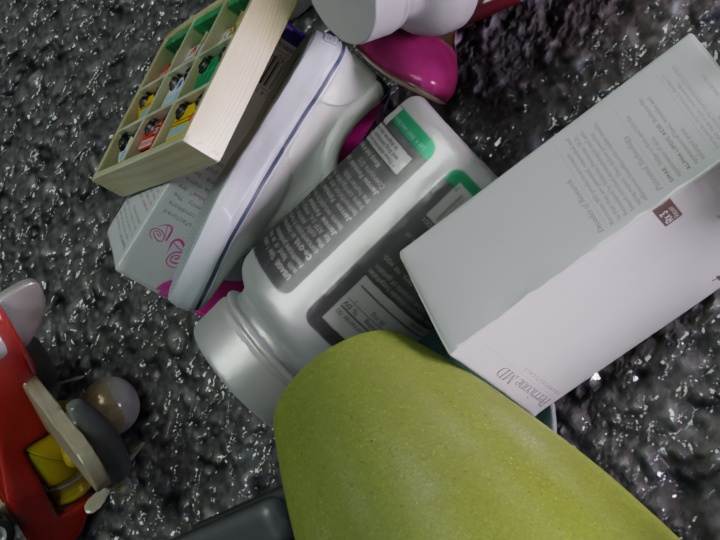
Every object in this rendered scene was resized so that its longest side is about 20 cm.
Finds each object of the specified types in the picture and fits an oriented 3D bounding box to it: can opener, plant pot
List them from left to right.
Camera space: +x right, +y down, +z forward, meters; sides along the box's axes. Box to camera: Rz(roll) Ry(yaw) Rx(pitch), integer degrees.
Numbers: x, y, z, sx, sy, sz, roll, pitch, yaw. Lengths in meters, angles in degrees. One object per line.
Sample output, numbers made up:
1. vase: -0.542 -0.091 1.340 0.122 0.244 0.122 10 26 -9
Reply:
1. can opener: -0.096 0.200 0.922 0.200 0.053 0.067 -29 88 40
2. plant pot: 0.042 0.132 0.726 0.187 0.187 0.200 -48 54 16

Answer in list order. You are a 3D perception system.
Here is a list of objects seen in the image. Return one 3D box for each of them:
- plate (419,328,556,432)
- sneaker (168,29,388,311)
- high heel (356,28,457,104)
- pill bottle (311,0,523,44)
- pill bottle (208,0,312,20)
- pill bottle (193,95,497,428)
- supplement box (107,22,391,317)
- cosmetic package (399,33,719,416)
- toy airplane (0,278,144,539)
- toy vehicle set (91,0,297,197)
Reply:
1. plate: 0.040 0.116 0.860 0.199 0.026 0.201 -17 62 35
2. sneaker: -0.052 -0.053 0.891 0.200 0.071 0.073 -58 12 7
3. high heel: 0.043 -0.178 0.910 0.096 0.067 0.200 -57 23 19
4. pill bottle: 0.066 -0.210 0.843 0.199 0.113 0.113 -26 42 -24
5. pill bottle: -0.116 -0.265 1.030 0.109 0.200 0.110 -17 62 35
6. pill bottle: 0.000 0.000 0.849 0.200 0.113 0.113 -43 49 7
7. supplement box: -0.082 -0.073 0.971 0.200 0.101 0.103 -57 21 6
8. cosmetic package: 0.135 -0.019 0.758 0.200 0.113 0.081 -39 51 14
9. toy airplane: -0.232 0.098 1.027 0.201 0.141 0.199 68 151 20
10. toy vehicle set: -0.112 -0.119 0.920 0.200 0.026 0.125 -8 55 63
